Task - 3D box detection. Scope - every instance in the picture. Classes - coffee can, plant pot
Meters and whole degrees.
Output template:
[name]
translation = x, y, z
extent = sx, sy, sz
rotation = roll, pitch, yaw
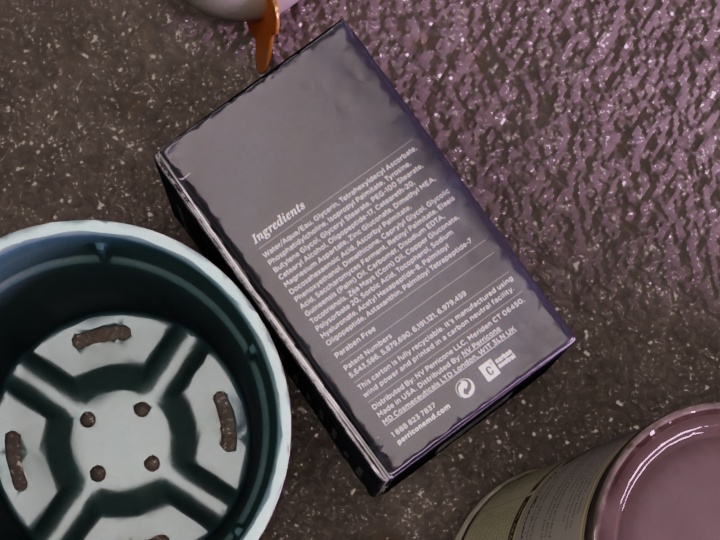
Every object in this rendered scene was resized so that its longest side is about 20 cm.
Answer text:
[coffee can]
translation = 0.143, 0.154, 1.500
extent = 0.146, 0.200, 0.147
rotation = 4, 77, -19
[plant pot]
translation = -0.130, 0.084, 1.530
extent = 0.200, 0.196, 0.201
rotation = 0, 84, 1

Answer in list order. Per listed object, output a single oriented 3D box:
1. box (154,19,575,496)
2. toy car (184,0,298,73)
[box]
translation = 0.000, 0.000, 1.535
extent = 0.124, 0.200, 0.197
rotation = -37, 86, -5
[toy car]
translation = -0.066, -0.204, 1.582
extent = 0.184, 0.177, 0.200
rotation = -18, 97, -13
